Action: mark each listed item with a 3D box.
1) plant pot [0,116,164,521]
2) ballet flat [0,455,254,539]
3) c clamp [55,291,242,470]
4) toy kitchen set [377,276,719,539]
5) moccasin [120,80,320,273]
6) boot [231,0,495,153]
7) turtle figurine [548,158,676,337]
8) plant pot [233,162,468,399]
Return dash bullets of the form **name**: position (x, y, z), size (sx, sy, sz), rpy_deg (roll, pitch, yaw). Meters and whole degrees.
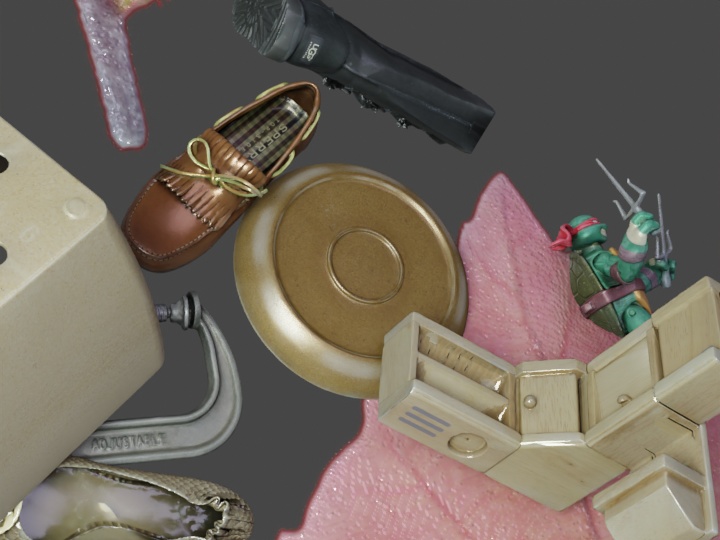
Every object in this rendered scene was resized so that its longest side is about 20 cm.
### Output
- **plant pot**: position (-0.243, 0.013, 0.736), size (0.200, 0.177, 0.200), rpy_deg (38, 57, 10)
- **ballet flat**: position (-0.162, 0.155, 0.802), size (0.199, 0.046, 0.068), rpy_deg (11, 77, -21)
- **c clamp**: position (-0.178, 0.052, 0.861), size (0.198, 0.027, 0.172), rpy_deg (4, 64, -23)
- **toy kitchen set**: position (0.139, 0.095, 0.849), size (0.180, 0.200, 0.164), rpy_deg (29, 42, -22)
- **moccasin**: position (-0.099, -0.073, 0.927), size (0.201, 0.078, 0.074), rpy_deg (-39, 84, -31)
- **boot**: position (0.001, -0.179, 1.027), size (0.199, 0.066, 0.165), rpy_deg (19, 27, -27)
- **turtle figurine**: position (0.226, 0.013, 1.031), size (0.201, 0.100, 0.150), rpy_deg (65, 18, 12)
- **plant pot**: position (0.000, 0.000, 0.970), size (0.199, 0.027, 0.201), rpy_deg (10, 62, -19)
